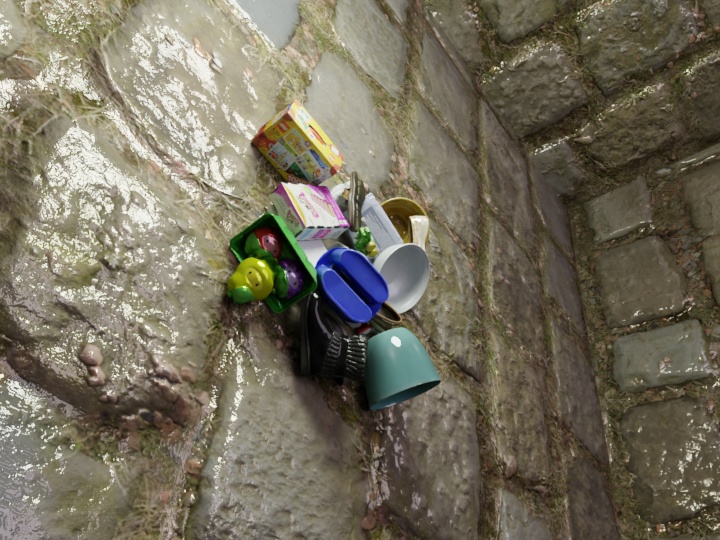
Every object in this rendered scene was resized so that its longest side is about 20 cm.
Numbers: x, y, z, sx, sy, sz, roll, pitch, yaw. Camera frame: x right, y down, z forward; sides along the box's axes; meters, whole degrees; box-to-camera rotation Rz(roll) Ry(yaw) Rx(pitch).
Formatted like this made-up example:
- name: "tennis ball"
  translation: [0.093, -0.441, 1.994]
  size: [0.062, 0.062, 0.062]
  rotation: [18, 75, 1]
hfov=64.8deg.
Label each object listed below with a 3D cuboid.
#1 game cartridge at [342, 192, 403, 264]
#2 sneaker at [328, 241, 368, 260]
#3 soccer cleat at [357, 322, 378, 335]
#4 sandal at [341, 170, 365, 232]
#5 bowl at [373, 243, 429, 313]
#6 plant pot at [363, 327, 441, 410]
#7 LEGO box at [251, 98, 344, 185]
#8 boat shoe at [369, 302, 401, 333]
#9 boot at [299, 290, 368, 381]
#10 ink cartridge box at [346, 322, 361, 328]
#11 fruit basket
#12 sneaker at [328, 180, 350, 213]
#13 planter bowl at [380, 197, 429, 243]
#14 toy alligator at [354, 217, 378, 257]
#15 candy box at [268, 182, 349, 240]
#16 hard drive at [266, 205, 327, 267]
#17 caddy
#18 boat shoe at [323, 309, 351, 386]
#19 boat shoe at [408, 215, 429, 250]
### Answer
- name: "game cartridge"
  translation: [0.034, -0.104, 1.643]
  size: [0.132, 0.041, 0.202]
  rotation: [-35, 96, -18]
- name: "sneaker"
  translation: [0.000, 0.000, 1.530]
  size: [0.118, 0.074, 0.200]
  rotation: [39, 2, -40]
- name: "soccer cleat"
  translation: [0.058, 0.153, 1.598]
  size: [0.199, 0.067, 0.087]
  rotation: [-32, 102, -57]
- name: "sandal"
  translation: [-0.025, -0.193, 1.586]
  size: [0.082, 0.053, 0.205]
  rotation: [48, 39, -53]
- name: "bowl"
  translation: [0.095, 0.012, 1.593]
  size: [0.198, 0.090, 0.206]
  rotation: [-15, 116, -33]
- name: "plant pot"
  translation: [0.091, 0.248, 1.478]
  size: [0.198, 0.199, 0.164]
  rotation: [8, 55, -51]
- name: "LEGO box"
  translation: [-0.164, -0.320, 1.498]
  size: [0.200, 0.147, 0.078]
  rotation: [46, 38, -26]
- name: "boat shoe"
  translation: [0.028, 0.088, 1.494]
  size: [0.198, 0.074, 0.076]
  rotation: [36, 46, -13]
- name: "boot"
  translation: [-0.059, 0.148, 1.322]
  size: [0.079, 0.153, 0.217]
  rotation: [33, 57, -86]
- name: "ink cartridge box"
  translation: [-0.061, 0.056, 1.514]
  size: [0.200, 0.037, 0.096]
  rotation: [48, 37, -27]
- name: "fruit basket"
  translation: [-0.207, -0.005, 1.265]
  size: [0.216, 0.154, 0.218]
  rotation: [49, 21, -26]
- name: "sneaker"
  translation: [-0.052, -0.199, 1.649]
  size: [0.199, 0.077, 0.101]
  rotation: [-34, 102, -55]
- name: "planter bowl"
  translation: [0.114, -0.128, 1.790]
  size: [0.203, 0.198, 0.083]
  rotation: [56, -3, -13]
- name: "toy alligator"
  translation: [0.007, -0.082, 1.532]
  size: [0.060, 0.053, 0.201]
  rotation: [64, 1, 25]
- name: "candy box"
  translation: [-0.129, -0.151, 1.463]
  size: [0.198, 0.061, 0.138]
  rotation: [-9, 66, -58]
- name: "hard drive"
  translation: [-0.147, -0.074, 1.444]
  size: [0.131, 0.026, 0.203]
  rotation: [-6, 63, -55]
- name: "caddy"
  translation: [-0.024, 0.037, 1.379]
  size: [0.142, 0.105, 0.200]
  rotation: [-45, 101, -10]
- name: "boat shoe"
  translation: [-0.068, 0.190, 1.390]
  size: [0.203, 0.074, 0.073]
  rotation: [61, 34, -6]
- name: "boat shoe"
  translation: [0.161, -0.067, 1.731]
  size: [0.067, 0.074, 0.206]
  rotation: [7, 88, -9]
